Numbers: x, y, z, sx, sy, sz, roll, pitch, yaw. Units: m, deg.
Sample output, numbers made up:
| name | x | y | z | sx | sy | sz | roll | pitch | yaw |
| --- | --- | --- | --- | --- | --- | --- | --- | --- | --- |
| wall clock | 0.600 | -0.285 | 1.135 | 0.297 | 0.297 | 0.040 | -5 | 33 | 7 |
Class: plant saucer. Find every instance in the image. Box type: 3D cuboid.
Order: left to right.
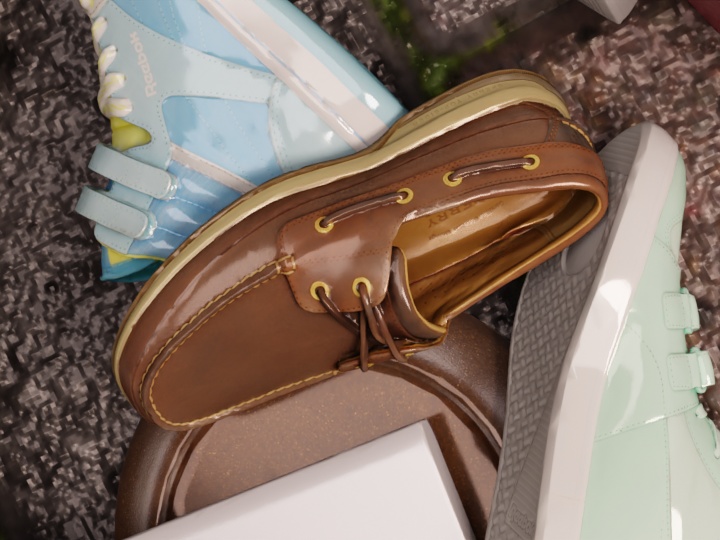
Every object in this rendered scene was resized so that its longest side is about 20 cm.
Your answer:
| name | x | y | z | sx | sy | sz | roll | pitch | yaw |
| --- | --- | --- | --- | --- | --- | --- | --- | --- | --- |
| plant saucer | -0.005 | 0.105 | 0.811 | 0.200 | 0.032 | 0.201 | 0 | 88 | 11 |

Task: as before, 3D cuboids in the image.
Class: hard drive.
| name | x | y | z | sx | sy | sz | roll | pitch | yaw |
| --- | --- | --- | --- | --- | --- | --- | --- | --- | --- |
| hard drive | -0.042 | 0.155 | 0.788 | 0.200 | 0.025 | 0.132 | -23 | 85 | 10 |

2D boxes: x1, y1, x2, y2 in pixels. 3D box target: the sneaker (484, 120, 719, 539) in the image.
| name | x | y | z | sx | sy | sz | roll | pitch | yaw |
| --- | --- | --- | --- | --- | --- | --- | --- | --- | --- |
| sneaker | 0.119 | 0.051 | 0.777 | 0.118 | 0.074 | 0.201 | 18 | 74 | -18 |

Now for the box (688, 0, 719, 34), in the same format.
| name | x | y | z | sx | sy | sz | roll | pitch | yaw |
| --- | --- | --- | --- | --- | --- | --- | --- | --- | --- |
| box | 0.190 | -0.106 | 0.682 | 0.109 | 0.200 | 0.128 | 44 | 97 | -4 |

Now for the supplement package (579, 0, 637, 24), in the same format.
| name | x | y | z | sx | sy | sz | roll | pitch | yaw |
| --- | --- | --- | --- | --- | --- | --- | --- | --- | --- |
| supplement package | 0.046 | -0.212 | 0.743 | 0.200 | 0.151 | 0.152 | 33 | 96 | 10 |

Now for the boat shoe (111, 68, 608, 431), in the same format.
| name | x | y | z | sx | sy | sz | roll | pitch | yaw |
| --- | --- | --- | --- | --- | --- | --- | --- | --- | --- |
| boat shoe | 0.001 | 0.000 | 0.760 | 0.200 | 0.072 | 0.068 | -31 | 43 | -2 |

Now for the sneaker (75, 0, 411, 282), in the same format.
| name | x | y | z | sx | sy | sz | roll | pitch | yaw |
| --- | --- | --- | --- | --- | --- | --- | --- | --- | --- |
| sneaker | -0.090 | -0.072 | 0.805 | 0.200 | 0.080 | 0.131 | 40 | 95 | 10 |
